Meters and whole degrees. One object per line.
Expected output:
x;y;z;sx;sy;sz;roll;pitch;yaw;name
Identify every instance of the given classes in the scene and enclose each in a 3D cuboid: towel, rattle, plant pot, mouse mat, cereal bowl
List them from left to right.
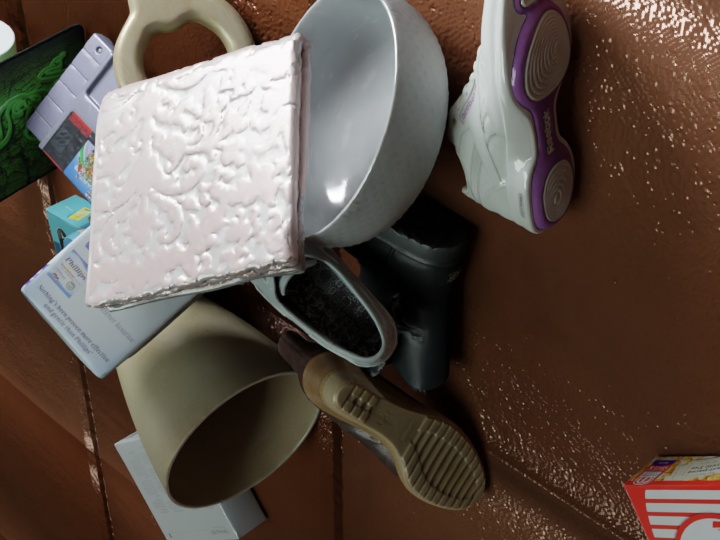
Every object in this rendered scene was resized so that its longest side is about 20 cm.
-0.351;-0.150;1.297;0.008;0.200;0.161;27;135;23;mouse mat
-0.161;-0.217;1.137;0.143;0.130;0.200;-19;-87;-82;rattle
-0.173;0.109;1.302;0.200;0.187;0.187;46;144;30;plant pot
-0.124;-0.073;0.969;0.200;0.032;0.191;-11;69;28;towel
0.003;-0.110;0.952;0.200;0.083;0.200;-29;55;52;cereal bowl

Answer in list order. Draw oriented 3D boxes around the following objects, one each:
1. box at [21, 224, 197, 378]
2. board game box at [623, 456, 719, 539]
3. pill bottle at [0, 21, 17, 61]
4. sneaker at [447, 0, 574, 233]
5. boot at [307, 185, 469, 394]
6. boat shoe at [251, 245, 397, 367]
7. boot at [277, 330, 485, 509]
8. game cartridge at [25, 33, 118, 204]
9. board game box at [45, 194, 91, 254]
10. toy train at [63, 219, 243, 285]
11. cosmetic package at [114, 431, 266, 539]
-0.179;-0.015;1.119;0.105;0.200;0.184;48;178;-4;box
0.300;0.205;0.890;0.200;0.046;0.152;-15;103;54;board game box
-0.436;-0.187;1.451;0.111;0.111;0.200;40;141;25;pill bottle
0.094;-0.121;0.875;0.100;0.075;0.200;23;132;39;sneaker
0.000;0.000;1.080;0.200;0.076;0.168;30;133;26;boot
-0.049;-0.001;0.998;0.201;0.070;0.072;42;180;2;boat shoe
0.019;0.132;1.172;0.200;0.072;0.166;41;177;-22;boot
-0.239;-0.126;1.261;0.200;0.038;0.130;45;100;18;game cartridge
-0.276;0.014;1.459;0.200;0.047;0.151;26;134;39;board game box
-0.204;-0.007;1.288;0.200;0.116;0.085;35;145;31;toy train
-0.215;0.261;1.565;0.200;0.052;0.151;-19;98;55;cosmetic package
